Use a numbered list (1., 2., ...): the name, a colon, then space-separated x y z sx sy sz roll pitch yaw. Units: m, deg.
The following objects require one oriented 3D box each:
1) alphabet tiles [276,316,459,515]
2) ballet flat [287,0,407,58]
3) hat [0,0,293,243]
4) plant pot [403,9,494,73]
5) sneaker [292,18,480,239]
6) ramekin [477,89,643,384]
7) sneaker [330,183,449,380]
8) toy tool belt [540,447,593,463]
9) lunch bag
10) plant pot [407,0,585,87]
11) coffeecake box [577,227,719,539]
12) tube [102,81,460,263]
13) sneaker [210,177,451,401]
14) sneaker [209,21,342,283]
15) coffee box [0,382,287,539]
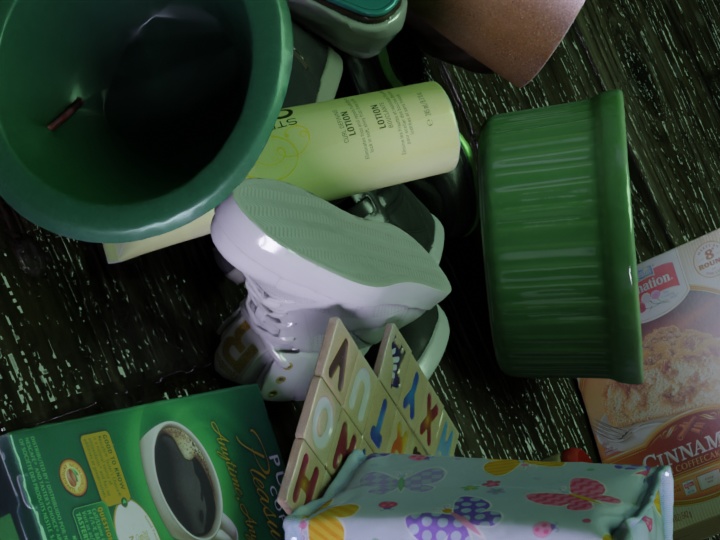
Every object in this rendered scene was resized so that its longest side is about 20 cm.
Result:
1. alphabet tiles: 0.006 0.115 0.953 0.200 0.008 0.167 60 40 -54
2. ballet flat: -0.061 -0.190 1.125 0.200 0.069 0.069 33 26 11
3. hat: -0.097 -0.094 0.965 0.176 0.166 0.200 48 53 -74
4. plant pot: 0.045 -0.252 1.293 0.175 0.200 0.200 9 58 -36
5. sneaker: 0.003 -0.093 1.195 0.200 0.077 0.084 52 46 -16
6. ramekin: 0.136 -0.019 1.249 0.200 0.098 0.200 -4 90 -82
7. sneaker: 0.000 0.000 1.103 0.099 0.071 0.200 47 26 -26
8. toy tool belt: 0.077 0.183 1.042 0.125 0.123 0.200 58 20 -21
9. lunch bag: 0.063 0.195 0.876 0.127 0.169 0.200 -33 121 -66
10. plant pot: 0.054 -0.242 1.135 0.200 0.186 0.186 27 36 -5
11. coffeecake box: 0.250 0.090 1.365 0.073 0.153 0.200 18 52 -55
12. tube: -0.047 -0.056 0.971 0.058 0.200 0.052 -137 -143 -64
13. sneaker: -0.040 0.021 0.955 0.074 0.116 0.200 56 17 26
14. sneaker: -0.078 -0.084 1.047 0.106 0.075 0.200 36 37 -23
15. coffee box: -0.096 0.124 0.853 0.200 0.044 0.123 -9 77 -61
